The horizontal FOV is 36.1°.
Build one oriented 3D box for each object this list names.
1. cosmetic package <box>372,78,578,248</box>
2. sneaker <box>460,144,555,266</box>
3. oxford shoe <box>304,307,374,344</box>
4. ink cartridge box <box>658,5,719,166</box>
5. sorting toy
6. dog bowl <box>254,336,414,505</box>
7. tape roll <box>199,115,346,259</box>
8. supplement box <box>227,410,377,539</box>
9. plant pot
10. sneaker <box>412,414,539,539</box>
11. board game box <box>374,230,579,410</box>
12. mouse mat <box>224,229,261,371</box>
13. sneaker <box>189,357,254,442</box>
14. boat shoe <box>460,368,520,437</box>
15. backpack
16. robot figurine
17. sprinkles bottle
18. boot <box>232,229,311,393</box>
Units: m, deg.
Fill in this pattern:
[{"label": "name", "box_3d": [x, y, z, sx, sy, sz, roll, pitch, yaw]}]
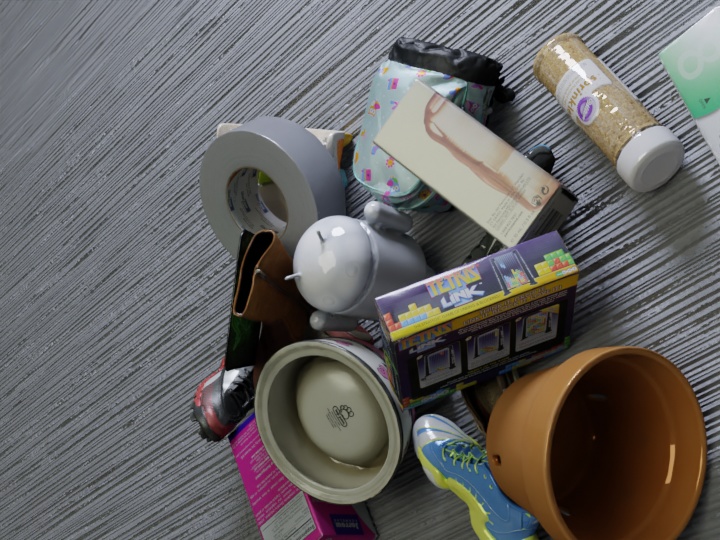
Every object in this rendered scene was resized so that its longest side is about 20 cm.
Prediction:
[{"label": "cosmetic package", "box_3d": [0.124, -0.106, 1.179, 0.200, 0.103, 0.088, 39, 100, 20]}, {"label": "sneaker", "box_3d": [0.181, -0.042, 1.248, 0.081, 0.073, 0.201, 26, 97, 17]}, {"label": "oxford shoe", "box_3d": [-0.067, 0.075, 1.452, 0.200, 0.070, 0.075, 37, 109, 43]}, {"label": "ink cartridge box", "box_3d": [0.406, -0.205, 1.062, 0.200, 0.050, 0.162, -41, 54, 33]}, {"label": "sorting toy", "box_3d": [-0.094, -0.104, 1.510, 0.199, 0.106, 0.182, 10, 100, 35]}, {"label": "dog bowl", "box_3d": [-0.024, 0.167, 1.290, 0.199, 0.074, 0.202, 10, 110, 28]}, {"label": "tape roll", "box_3d": [-0.116, -0.096, 1.438, 0.199, 0.066, 0.202, 18, 123, 29]}, {"label": "supplement box", "box_3d": [-0.075, 0.271, 1.391, 0.103, 0.101, 0.201, -43, 54, 29]}, {"label": "plant pot", "box_3d": [0.215, 0.171, 1.074, 0.140, 0.199, 0.202, 0, 80, 61]}, {"label": "sneaker", "box_3d": [0.135, 0.213, 1.197, 0.200, 0.075, 0.106, 49, 140, 29]}, {"label": "board game box", "box_3d": [0.120, 0.056, 1.139, 0.198, 0.166, 0.057, -20, 57, -6]}, {"label": "mouse mat", "box_3d": [-0.134, 0.037, 1.331, 0.007, 0.200, 0.163, 7, 88, 6]}, {"label": "sneaker", "box_3d": [-0.157, 0.153, 1.465, 0.097, 0.201, 0.071, -26, 104, 24]}, {"label": "boat shoe", "box_3d": [0.133, 0.106, 1.239, 0.075, 0.074, 0.203, -46, 52, 27]}, {"label": "backpack", "box_3d": [0.074, -0.171, 1.330, 0.166, 0.126, 0.202, 23, 100, 42]}, {"label": "robot figurine", "box_3d": [0.000, 0.000, 1.309, 0.113, 0.199, 0.171, 36, 105, 42]}, {"label": "sprinkles bottle", "box_3d": [0.262, -0.172, 1.182, 0.068, 0.068, 0.201, -51, 49, 24]}, {"label": "boot", "box_3d": [-0.105, 0.066, 1.310, 0.068, 0.200, 0.190, 19, 82, 14]}]
